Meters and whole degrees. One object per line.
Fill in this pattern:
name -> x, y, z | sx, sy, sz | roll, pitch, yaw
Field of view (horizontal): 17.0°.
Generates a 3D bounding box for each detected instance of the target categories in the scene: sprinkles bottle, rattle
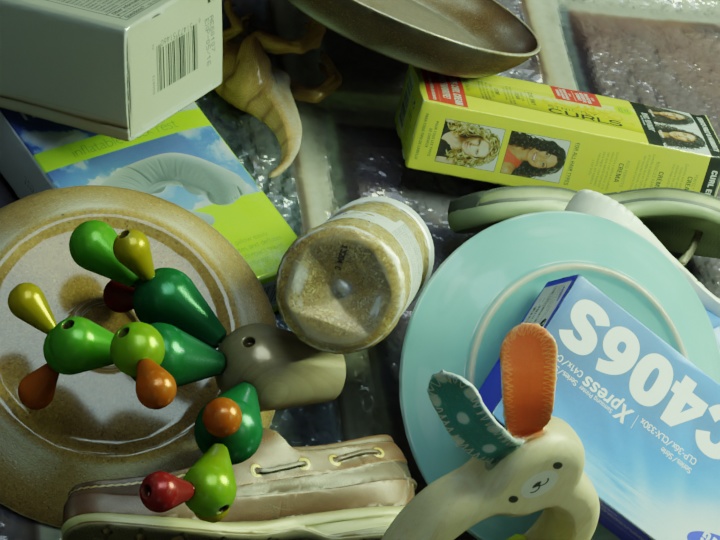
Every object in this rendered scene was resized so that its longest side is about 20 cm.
sprinkles bottle -> 0.000, 0.000, 1.297 | 0.068, 0.068, 0.200 | 23, 7, 3
rattle -> 0.084, 0.145, 1.199 | 0.130, 0.200, 0.143 | 4, 47, -15

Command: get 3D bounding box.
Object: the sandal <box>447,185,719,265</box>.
sandal -> 0.148, -0.016, 1.475 | 0.200, 0.080, 0.058 | 2, 76, -15

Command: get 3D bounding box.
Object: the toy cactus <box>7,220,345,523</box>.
toy cactus -> -0.084, 0.056, 1.219 | 0.165, 0.102, 0.200 | 6, 28, -35

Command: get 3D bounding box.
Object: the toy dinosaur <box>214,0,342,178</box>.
toy dinosaur -> -0.060, -0.115, 1.505 | 0.106, 0.061, 0.200 | -25, 49, -21

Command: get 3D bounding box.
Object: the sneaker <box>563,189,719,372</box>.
sneaker -> 0.171, 0.056, 1.410 | 0.200, 0.077, 0.111 | 40, 81, -18

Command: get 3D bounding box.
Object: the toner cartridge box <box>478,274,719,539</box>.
toner cartridge box -> 0.162, 0.099, 1.310 | 0.200, 0.043, 0.095 | 37, 74, -12

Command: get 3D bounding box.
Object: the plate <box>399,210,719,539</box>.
plate -> 0.118, 0.064, 1.335 | 0.200, 0.026, 0.201 | 3, 82, -20

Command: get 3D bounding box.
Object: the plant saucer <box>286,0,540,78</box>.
plant saucer -> 0.017, -0.170, 1.519 | 0.200, 0.032, 0.200 | 22, 20, -8

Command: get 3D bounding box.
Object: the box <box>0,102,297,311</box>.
box -> -0.130, -0.046, 1.412 | 0.122, 0.048, 0.200 | -19, 58, -33

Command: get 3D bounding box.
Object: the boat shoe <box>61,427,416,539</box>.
boat shoe -> -0.062, 0.118, 1.256 | 0.199, 0.072, 0.068 | 2, 67, -26

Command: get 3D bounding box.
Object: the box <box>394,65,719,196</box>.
box -> 0.125, -0.082, 1.520 | 0.199, 0.050, 0.075 | 10, 26, -9

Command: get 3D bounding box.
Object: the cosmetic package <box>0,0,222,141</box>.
cosmetic package -> -0.190, -0.145, 1.411 | 0.200, 0.073, 0.103 | 16, 31, 27

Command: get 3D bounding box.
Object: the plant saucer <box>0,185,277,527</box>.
plant saucer -> -0.138, 0.039, 1.291 | 0.200, 0.035, 0.201 | 4, 67, -10
